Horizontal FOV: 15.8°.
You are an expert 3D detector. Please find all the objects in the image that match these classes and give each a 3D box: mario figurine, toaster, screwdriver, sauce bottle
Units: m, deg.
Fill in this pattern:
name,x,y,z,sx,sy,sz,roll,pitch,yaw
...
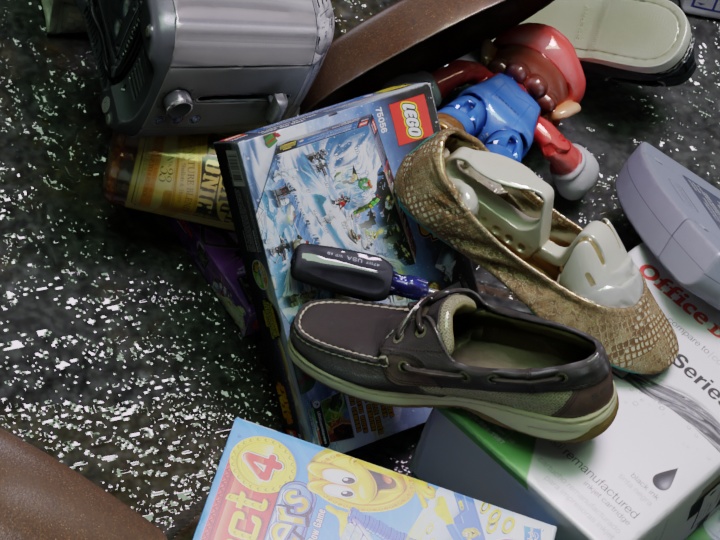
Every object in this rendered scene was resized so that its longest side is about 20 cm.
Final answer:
name,x,y,z,sx,sy,sz,roll,pitch,yaw
mario figurine,0.085,-0.085,1.702,0.105,0.124,0.200,-11,18,28
toaster,-0.100,-0.171,1.605,0.128,0.114,0.201,3,49,-27
screwdriver,0.055,0.016,1.535,0.199,0.028,0.029,13,14,-11
sauce bottle,-0.061,-0.055,1.626,0.198,0.066,0.066,10,51,-5

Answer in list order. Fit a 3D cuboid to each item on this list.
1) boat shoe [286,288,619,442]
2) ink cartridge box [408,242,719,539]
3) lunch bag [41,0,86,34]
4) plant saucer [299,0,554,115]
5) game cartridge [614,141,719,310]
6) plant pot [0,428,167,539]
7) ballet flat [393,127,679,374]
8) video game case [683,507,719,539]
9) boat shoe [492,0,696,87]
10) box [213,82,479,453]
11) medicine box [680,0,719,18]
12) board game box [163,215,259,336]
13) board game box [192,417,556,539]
name,x,y,z,sx,sy,sz,roll,pitch,yaw
boat shoe,0.052,0.041,1.485,0.199,0.065,0.073,11,42,15
ink cartridge box,0.152,0.094,1.558,0.146,0.085,0.200,41,54,19
lunch bag,-0.125,-0.258,1.717,0.163,0.201,0.118,-4,52,-18
plant saucer,0.043,-0.154,1.676,0.199,0.200,0.035,-26,86,-29
game cartridge,0.228,-0.013,1.639,0.133,0.042,0.200,27,16,-17
plant pot,-0.211,0.162,1.401,0.199,0.187,0.188,17,49,-19
ballet flat,0.109,-0.015,1.522,0.199,0.065,0.071,33,45,5
video game case,0.153,0.186,1.554,0.181,0.023,0.201,20,51,2
boat shoe,0.147,-0.170,1.801,0.198,0.066,0.075,14,77,30
box,0.000,0.000,1.574,0.136,0.040,0.201,-18,101,-26
medicine box,0.344,-0.264,1.851,0.198,0.183,0.103,9,51,-8
board game box,-0.019,-0.040,1.686,0.199,0.032,0.120,-22,65,-28
board game box,-0.008,0.201,1.425,0.195,0.056,0.201,19,50,-1
